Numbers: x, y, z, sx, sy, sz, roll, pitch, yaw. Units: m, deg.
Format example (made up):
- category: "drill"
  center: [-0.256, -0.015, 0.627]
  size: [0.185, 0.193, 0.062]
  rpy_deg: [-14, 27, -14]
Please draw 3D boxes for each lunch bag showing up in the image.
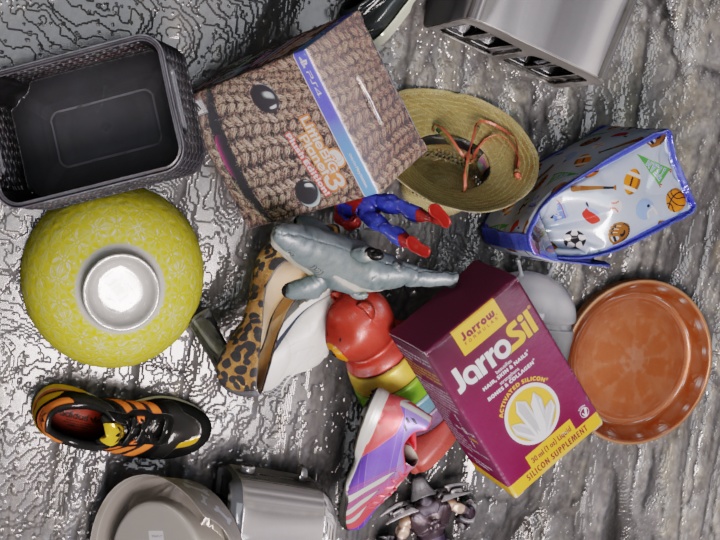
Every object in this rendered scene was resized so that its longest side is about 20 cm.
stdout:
- category: "lunch bag"
  center: [0.245, -0.071, 1.532]
  size: [0.198, 0.170, 0.125]
  rpy_deg: [-26, 100, -11]

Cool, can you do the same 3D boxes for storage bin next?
- category: "storage bin"
  center: [-0.268, -0.145, 1.376]
  size: [0.197, 0.094, 0.137]
  rpy_deg: [-13, 90, 8]

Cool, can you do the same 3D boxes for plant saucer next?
- category: "plant saucer"
  center: [0.330, 0.108, 1.657]
  size: [0.197, 0.032, 0.204]
  rpy_deg: [-3, 101, -15]

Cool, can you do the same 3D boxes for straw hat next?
- category: "straw hat"
  center: [0.094, -0.107, 1.522]
  size: [0.198, 0.203, 0.086]
  rpy_deg: [7, 139, -16]

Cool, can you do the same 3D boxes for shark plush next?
- category: "shark plush"
  center: [0.000, 0.000, 1.407]
  size: [0.198, 0.083, 0.092]
  rpy_deg: [24, 67, -4]

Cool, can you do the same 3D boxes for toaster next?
- category: "toaster"
  center: [-0.103, 0.315, 1.530]
  size: [0.127, 0.114, 0.203]
  rpy_deg: [5, 96, -18]
- category: "toaster"
  center: [0.185, -0.284, 1.465]
  size: [0.179, 0.200, 0.120]
  rpy_deg: [21, 89, -18]

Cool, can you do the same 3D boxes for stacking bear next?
- category: "stacking bear"
  center: [0.029, 0.103, 1.502]
  size: [0.114, 0.121, 0.201]
  rpy_deg: [-41, 123, -11]

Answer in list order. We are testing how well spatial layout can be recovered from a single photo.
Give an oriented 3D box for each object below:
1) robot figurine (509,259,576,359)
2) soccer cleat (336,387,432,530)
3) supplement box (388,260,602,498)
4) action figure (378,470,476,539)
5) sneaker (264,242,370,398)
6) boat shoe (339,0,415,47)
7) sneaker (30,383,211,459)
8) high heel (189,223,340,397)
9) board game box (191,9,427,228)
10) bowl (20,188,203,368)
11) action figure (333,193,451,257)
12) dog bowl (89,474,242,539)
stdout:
- category: "robot figurine"
  center: [0.183, 0.089, 1.570]
  size: [0.169, 0.112, 0.203]
  rpy_deg: [-1, 103, -57]
- category: "soccer cleat"
  center: [0.023, 0.215, 1.472]
  size: [0.072, 0.068, 0.202]
  rpy_deg: [19, 127, 8]
- category: "supplement box"
  center: [0.143, 0.112, 1.440]
  size: [0.130, 0.103, 0.201]
  rpy_deg: [-38, 111, -11]
- category: "action figure"
  center: [0.086, 0.328, 1.611]
  size: [0.128, 0.069, 0.203]
  rpy_deg: [-16, 99, -5]
- category: "sneaker"
  center: [-0.052, 0.051, 1.529]
  size: [0.200, 0.076, 0.081]
  rpy_deg: [-43, 119, -1]
- category: "boat shoe"
  center: [0.046, -0.339, 1.481]
  size: [0.066, 0.075, 0.200]
  rpy_deg: [34, 99, -29]
- category: "sneaker"
  center: [-0.254, 0.172, 1.474]
  size: [0.197, 0.090, 0.071]
  rpy_deg: [11, 96, -16]
- category: "high heel"
  center: [-0.077, 0.044, 1.442]
  size: [0.199, 0.143, 0.072]
  rpy_deg: [-39, 133, -2]
- category: "board game box"
  center: [-0.060, -0.150, 1.409]
  size: [0.097, 0.198, 0.161]
  rpy_deg: [-43, 111, -42]
- category: "bowl"
  center: [-0.255, 0.013, 1.439]
  size: [0.197, 0.108, 0.203]
  rpy_deg: [-2, 99, -15]
- category: "action figure"
  center: [0.015, -0.066, 1.456]
  size: [0.051, 0.199, 0.066]
  rpy_deg: [36, 83, -33]
- category: "dog bowl"
  center: [-0.203, 0.316, 1.472]
  size: [0.058, 0.198, 0.203]
  rpy_deg: [-2, 103, -55]
